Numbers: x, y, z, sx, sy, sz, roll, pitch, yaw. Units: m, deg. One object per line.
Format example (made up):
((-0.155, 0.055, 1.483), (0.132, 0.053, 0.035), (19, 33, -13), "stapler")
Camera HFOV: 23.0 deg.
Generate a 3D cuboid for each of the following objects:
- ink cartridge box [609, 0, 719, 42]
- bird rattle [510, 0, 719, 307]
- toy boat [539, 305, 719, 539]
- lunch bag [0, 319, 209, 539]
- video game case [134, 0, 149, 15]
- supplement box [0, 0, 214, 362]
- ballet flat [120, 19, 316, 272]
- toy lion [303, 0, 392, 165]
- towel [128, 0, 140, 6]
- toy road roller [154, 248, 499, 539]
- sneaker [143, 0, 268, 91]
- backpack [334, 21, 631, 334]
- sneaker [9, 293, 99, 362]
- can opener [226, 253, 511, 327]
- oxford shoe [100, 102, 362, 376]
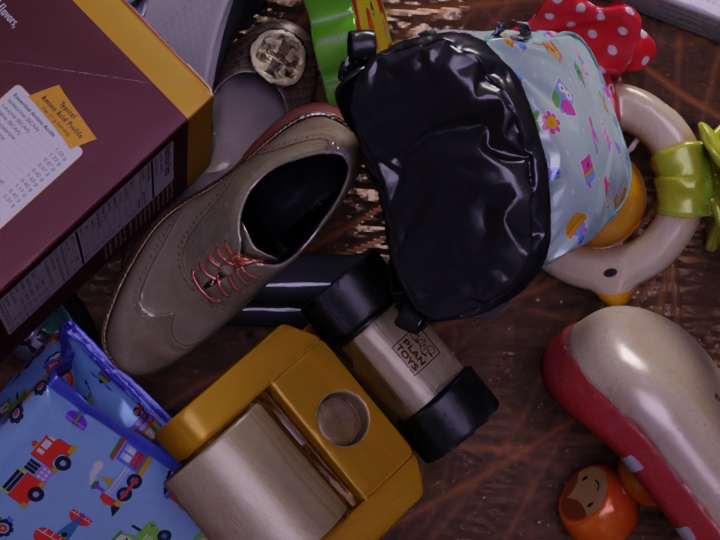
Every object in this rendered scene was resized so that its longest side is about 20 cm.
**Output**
((0.194, -0.258, 1.151), (0.198, 0.044, 0.175), (20, 79, -4), "ink cartridge box")
((0.157, -0.070, 1.107), (0.200, 0.113, 0.163), (38, 99, 1), "bird rattle")
((0.176, 0.123, 1.092), (0.130, 0.131, 0.200), (-37, 93, 23), "toy boat")
((-0.149, 0.157, 1.039), (0.200, 0.094, 0.151), (42, 102, -15), "lunch bag")
((-0.230, -0.136, 1.102), (0.181, 0.023, 0.202), (15, 84, -5), "video game case")
((-0.216, -0.079, 0.966), (0.200, 0.133, 0.197), (-44, 85, -13), "supplement box")
((-0.087, -0.069, 1.101), (0.067, 0.046, 0.201), (32, 83, -4), "ballet flat")
((-0.011, -0.173, 1.068), (0.068, 0.192, 0.201), (-13, 46, 11), "toy lion")
((-0.185, -0.262, 1.103), (0.200, 0.022, 0.147), (40, 74, 2), "towel")
((-0.029, 0.096, 1.032), (0.200, 0.146, 0.123), (-41, 91, -29), "toy road roller")
((-0.100, -0.138, 1.083), (0.070, 0.099, 0.201), (28, 111, 11), "sneaker")
((0.077, -0.064, 1.001), (0.126, 0.200, 0.168), (-7, 98, 20), "backpack")
((-0.255, 0.013, 1.079), (0.200, 0.075, 0.088), (38, 116, -10), "sneaker")
((0.000, 0.000, 1.113), (0.198, 0.054, 0.067), (2, 53, -6), "can opener")
((-0.077, -0.012, 0.995), (0.070, 0.075, 0.200), (39, 102, -13), "oxford shoe")
